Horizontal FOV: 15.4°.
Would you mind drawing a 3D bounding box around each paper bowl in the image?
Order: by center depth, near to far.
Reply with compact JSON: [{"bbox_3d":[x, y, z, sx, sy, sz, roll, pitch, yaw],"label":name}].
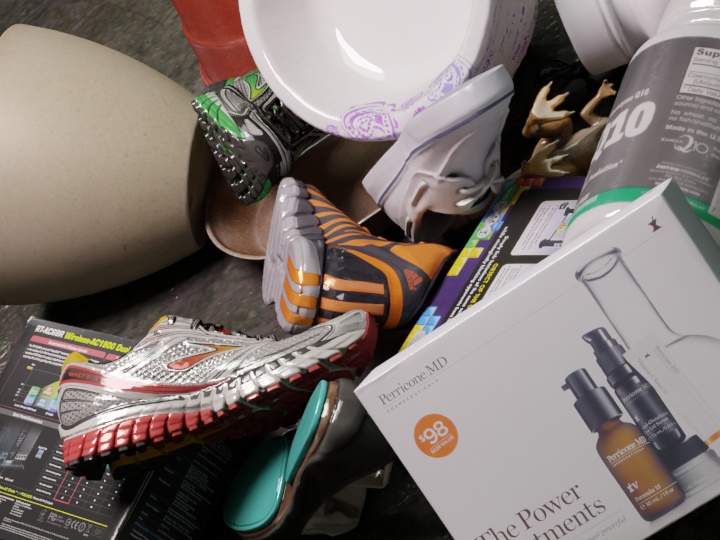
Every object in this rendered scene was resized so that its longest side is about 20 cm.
[{"bbox_3d":[0.027,-0.186,1.747,0.200,0.201,0.104,-10,-1,35],"label":"paper bowl"}]

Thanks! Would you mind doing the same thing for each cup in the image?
[{"bbox_3d":[-0.179,-0.070,1.885,0.143,0.201,0.201,4,43,11],"label":"cup"}]

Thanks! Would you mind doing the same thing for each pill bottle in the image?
[{"bbox_3d":[0.191,-0.065,1.494,0.113,0.113,0.200,-8,44,36],"label":"pill bottle"},{"bbox_3d":[0.225,-0.203,1.713,0.200,0.120,0.120,-22,34,14],"label":"pill bottle"}]

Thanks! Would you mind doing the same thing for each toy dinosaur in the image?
[{"bbox_3d":[0.120,-0.065,1.706,0.200,0.106,0.061,-28,69,6],"label":"toy dinosaur"}]

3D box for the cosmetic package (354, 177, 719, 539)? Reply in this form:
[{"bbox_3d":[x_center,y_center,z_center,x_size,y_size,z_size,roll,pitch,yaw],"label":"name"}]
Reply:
[{"bbox_3d":[0.120,0.069,1.402,0.200,0.151,0.052,-34,1,18],"label":"cosmetic package"}]

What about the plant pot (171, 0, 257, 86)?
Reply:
[{"bbox_3d":[-0.086,-0.266,2.025,0.200,0.195,0.201,-24,33,17],"label":"plant pot"}]

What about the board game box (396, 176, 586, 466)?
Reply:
[{"bbox_3d":[0.119,0.030,1.575,0.165,0.057,0.200,1,46,41],"label":"board game box"}]

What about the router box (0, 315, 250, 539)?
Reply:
[{"bbox_3d":[-0.169,0.118,1.688,0.200,0.062,0.150,11,69,48],"label":"router box"}]

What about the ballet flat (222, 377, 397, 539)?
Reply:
[{"bbox_3d":[-0.023,0.122,1.556,0.200,0.068,0.068,134,153,-63],"label":"ballet flat"}]

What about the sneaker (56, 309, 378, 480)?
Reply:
[{"bbox_3d":[-0.087,0.056,1.570,0.199,0.078,0.082,-16,71,3],"label":"sneaker"}]

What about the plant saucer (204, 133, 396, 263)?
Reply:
[{"bbox_3d":[-0.014,-0.068,1.847,0.200,0.037,0.201,-25,32,17],"label":"plant saucer"}]

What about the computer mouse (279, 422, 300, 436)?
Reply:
[{"bbox_3d":[-0.059,0.092,1.685,0.200,0.034,0.059,24,78,48],"label":"computer mouse"}]

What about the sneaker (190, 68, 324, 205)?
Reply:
[{"bbox_3d":[-0.062,-0.105,1.803,0.085,0.078,0.200,-25,16,7],"label":"sneaker"}]

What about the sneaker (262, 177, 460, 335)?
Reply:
[{"bbox_3d":[0.000,0.000,1.685,0.112,0.078,0.200,7,20,-10],"label":"sneaker"}]

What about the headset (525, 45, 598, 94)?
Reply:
[{"bbox_3d":[0.095,-0.185,1.839,0.094,0.124,0.200,-21,44,-14],"label":"headset"}]

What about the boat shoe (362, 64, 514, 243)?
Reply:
[{"bbox_3d":[0.061,-0.068,1.652,0.073,0.065,0.200,-32,-6,-17],"label":"boat shoe"}]
